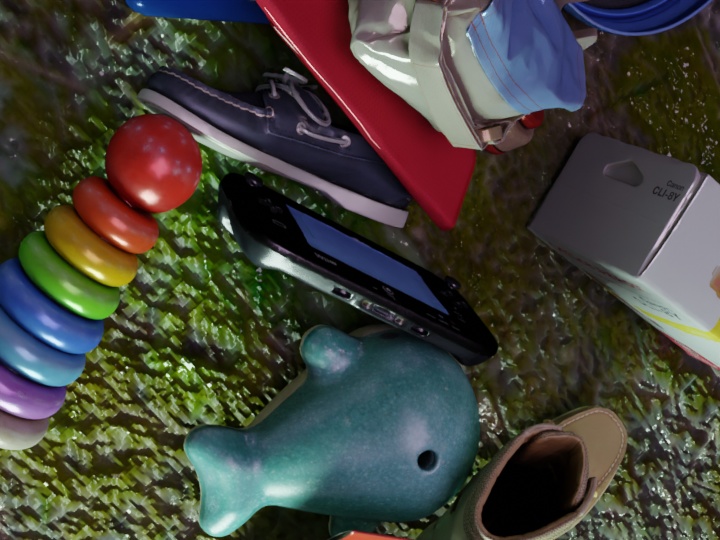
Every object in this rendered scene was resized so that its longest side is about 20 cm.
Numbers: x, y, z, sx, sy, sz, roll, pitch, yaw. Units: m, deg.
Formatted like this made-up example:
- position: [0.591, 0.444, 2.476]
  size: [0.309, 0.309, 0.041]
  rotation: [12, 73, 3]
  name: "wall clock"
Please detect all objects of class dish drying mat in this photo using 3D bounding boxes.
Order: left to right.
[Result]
- position: [0.008, -0.114, 0.685]
  size: [0.200, 0.018, 0.078]
  rotation: [48, 51, -34]
  name: "dish drying mat"

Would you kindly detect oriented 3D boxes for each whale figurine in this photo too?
- position: [-0.011, 0.116, 0.749]
  size: [0.197, 0.104, 0.162]
  rotation: [-14, 110, -23]
  name: "whale figurine"

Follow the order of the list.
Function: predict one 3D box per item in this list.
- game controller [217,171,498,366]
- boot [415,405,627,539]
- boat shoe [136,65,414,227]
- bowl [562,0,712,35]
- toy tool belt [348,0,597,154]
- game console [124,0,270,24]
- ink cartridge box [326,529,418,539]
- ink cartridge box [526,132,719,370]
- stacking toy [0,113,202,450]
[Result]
- position: [0.000, 0.000, 0.724]
  size: [0.198, 0.104, 0.043]
  rotation: [26, 97, -28]
  name: "game controller"
- position: [0.130, 0.139, 0.785]
  size: [0.198, 0.156, 0.073]
  rotation: [-29, 73, -24]
  name: "boot"
- position: [-0.039, -0.085, 0.700]
  size: [0.198, 0.075, 0.063]
  rotation: [22, 96, -29]
  name: "boat shoe"
- position: [0.183, -0.262, 0.775]
  size: [0.198, 0.039, 0.204]
  rotation: [-6, 106, -23]
  name: "bowl"
- position: [0.088, -0.134, 0.676]
  size: [0.199, 0.122, 0.127]
  rotation: [28, 52, -51]
  name: "toy tool belt"
- position: [-0.045, -0.250, 0.686]
  size: [0.197, 0.119, 0.172]
  rotation: [-1, 135, -24]
  name: "game console"
- position: [-0.010, 0.219, 0.734]
  size: [0.108, 0.200, 0.051]
  rotation: [15, 58, -26]
  name: "ink cartridge box"
- position: [0.235, 0.001, 0.810]
  size: [0.199, 0.145, 0.084]
  rotation: [34, 90, -27]
  name: "ink cartridge box"
- position: [-0.158, 0.000, 0.644]
  size: [0.085, 0.085, 0.201]
  rotation: [36, 98, -27]
  name: "stacking toy"
